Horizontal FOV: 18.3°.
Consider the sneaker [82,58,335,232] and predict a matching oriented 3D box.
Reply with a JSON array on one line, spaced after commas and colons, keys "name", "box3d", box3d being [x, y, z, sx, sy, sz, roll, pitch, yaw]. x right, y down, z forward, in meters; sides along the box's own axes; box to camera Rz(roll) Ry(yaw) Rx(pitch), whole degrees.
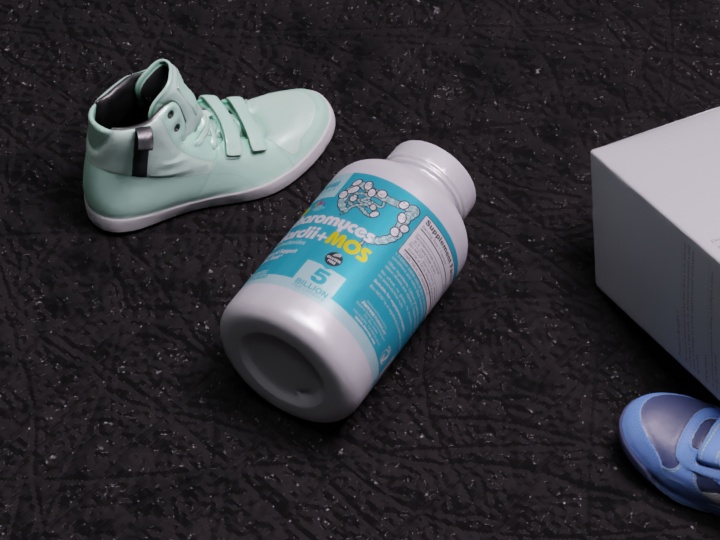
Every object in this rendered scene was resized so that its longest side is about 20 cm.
[{"name": "sneaker", "box3d": [-0.104, -0.106, 1.592, 0.200, 0.118, 0.074, -23, 55, -21]}]

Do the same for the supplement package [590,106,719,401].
[{"name": "supplement package", "box3d": [0.253, -0.007, 1.498, 0.117, 0.117, 0.200, -20, 36, -18]}]

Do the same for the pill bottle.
[{"name": "pill bottle", "box3d": [0.000, 0.000, 1.520, 0.111, 0.111, 0.200, 27, 55, 17]}]

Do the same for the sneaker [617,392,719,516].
[{"name": "sneaker", "box3d": [0.262, 0.127, 1.453, 0.200, 0.082, 0.074, 27, 57, 19]}]
